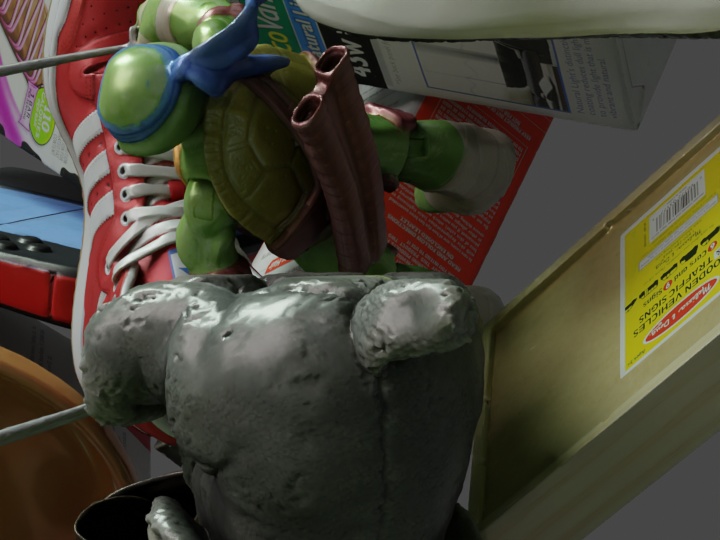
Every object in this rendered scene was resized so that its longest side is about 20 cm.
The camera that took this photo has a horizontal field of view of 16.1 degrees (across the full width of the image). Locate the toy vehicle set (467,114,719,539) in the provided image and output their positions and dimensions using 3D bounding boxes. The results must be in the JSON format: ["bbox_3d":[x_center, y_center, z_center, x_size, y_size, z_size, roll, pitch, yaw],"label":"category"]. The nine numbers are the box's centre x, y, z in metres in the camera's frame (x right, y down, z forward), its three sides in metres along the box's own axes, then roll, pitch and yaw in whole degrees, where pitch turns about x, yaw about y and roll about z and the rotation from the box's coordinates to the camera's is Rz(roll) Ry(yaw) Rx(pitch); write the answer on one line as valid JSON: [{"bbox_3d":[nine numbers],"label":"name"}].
[{"bbox_3d":[0.112,0.003,0.831,0.200,0.026,0.125,-43,21,29],"label":"toy vehicle set"}]

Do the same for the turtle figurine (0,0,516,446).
[{"bbox_3d":[-0.048,-0.025,0.925,0.200,0.193,0.144,-47,45,26],"label":"turtle figurine"}]

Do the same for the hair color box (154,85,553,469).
[{"bbox_3d":[0.000,0.000,1.058,0.101,0.061,0.201,-23,34,58],"label":"hair color box"}]

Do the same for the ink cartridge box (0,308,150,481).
[{"bbox_3d":[-0.217,0.089,1.191,0.145,0.199,0.146,-52,17,18],"label":"ink cartridge box"}]

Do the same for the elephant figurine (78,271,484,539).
[{"bbox_3d":[-0.013,0.102,0.802,0.155,0.140,0.202,-4,-87,-72],"label":"elephant figurine"}]

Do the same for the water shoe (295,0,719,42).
[{"bbox_3d":[0.070,-0.120,0.877,0.199,0.080,0.071,2,8,25],"label":"water shoe"}]

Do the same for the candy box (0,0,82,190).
[{"bbox_3d":[-0.122,-0.117,1.193,0.200,0.061,0.137,31,114,45],"label":"candy box"}]

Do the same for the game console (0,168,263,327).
[{"bbox_3d":[-0.142,-0.017,1.180,0.200,0.176,0.031,-16,-59,-66],"label":"game console"}]

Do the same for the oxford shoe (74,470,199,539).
[{"bbox_3d":[-0.089,0.125,1.015,0.200,0.084,0.073,-42,22,34],"label":"oxford shoe"}]

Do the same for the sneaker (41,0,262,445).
[{"bbox_3d":[-0.077,-0.030,0.989,0.112,0.071,0.202,-153,59,-68],"label":"sneaker"}]

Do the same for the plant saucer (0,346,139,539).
[{"bbox_3d":[-0.188,0.101,1.082,0.200,0.200,0.038,-44,23,26],"label":"plant saucer"}]

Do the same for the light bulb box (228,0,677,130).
[{"bbox_3d":[0.044,-0.181,1.032,0.199,0.125,0.199,11,56,24],"label":"light bulb box"}]
